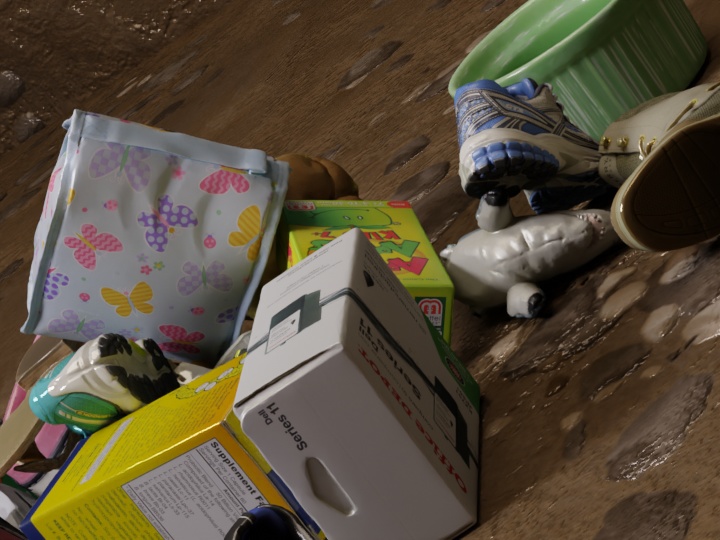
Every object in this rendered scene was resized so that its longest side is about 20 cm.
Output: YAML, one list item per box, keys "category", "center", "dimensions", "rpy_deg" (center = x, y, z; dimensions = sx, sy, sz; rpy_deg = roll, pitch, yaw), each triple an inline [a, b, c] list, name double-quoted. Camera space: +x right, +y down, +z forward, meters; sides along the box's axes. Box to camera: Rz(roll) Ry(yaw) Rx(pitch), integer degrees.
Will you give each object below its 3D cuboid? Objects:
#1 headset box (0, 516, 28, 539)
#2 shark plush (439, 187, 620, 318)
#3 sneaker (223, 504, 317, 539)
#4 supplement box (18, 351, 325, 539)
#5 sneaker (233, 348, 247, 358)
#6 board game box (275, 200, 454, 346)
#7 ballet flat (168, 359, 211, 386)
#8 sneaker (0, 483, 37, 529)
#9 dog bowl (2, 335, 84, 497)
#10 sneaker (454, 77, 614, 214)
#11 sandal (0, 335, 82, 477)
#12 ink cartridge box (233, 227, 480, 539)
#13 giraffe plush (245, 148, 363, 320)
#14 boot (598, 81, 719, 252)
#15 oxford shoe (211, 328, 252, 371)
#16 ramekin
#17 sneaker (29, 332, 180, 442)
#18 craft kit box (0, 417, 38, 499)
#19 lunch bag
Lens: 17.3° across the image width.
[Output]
- category: "headset box"
  center: [-0.315, 0.243, 1.727]
  dimensions: [0.200, 0.075, 0.149]
  rpy_deg: [-61, 22, -6]
- category: "shark plush"
  center: [0.106, 0.004, 1.680]
  dimensions: [0.083, 0.091, 0.200]
  rpy_deg: [-20, -14, -32]
- category: "sneaker"
  center: [-0.048, 0.184, 1.327]
  dimensions: [0.081, 0.115, 0.199]
  rpy_deg: [-44, 16, -26]
- category: "supplement box"
  center: [-0.111, 0.147, 1.602]
  dimensions: [0.200, 0.109, 0.110]
  rpy_deg: [-28, 18, 33]
- category: "sneaker"
  center: [-0.021, 0.097, 1.657]
  dimensions: [0.200, 0.075, 0.077]
  rpy_deg: [-5, 70, 54]
- category: "board game box"
  center: [0.000, 0.000, 1.703]
  dimensions: [0.101, 0.048, 0.200]
  rpy_deg: [1, 18, -9]
- category: "ballet flat"
  center: [-0.140, 0.099, 1.910]
  dimensions: [0.069, 0.063, 0.200]
  rpy_deg: [-41, 15, -23]
- category: "sneaker"
  center: [-0.260, 0.223, 1.844]
  dimensions: [0.071, 0.073, 0.200]
  rpy_deg: [-67, 19, 0]
- category: "dog bowl"
  center: [-0.231, 0.100, 1.946]
  dimensions: [0.200, 0.074, 0.200]
  rpy_deg: [-52, 24, 34]
- category: "sneaker"
  center: [0.129, -0.095, 1.677]
  dimensions: [0.077, 0.085, 0.200]
  rpy_deg: [-25, -18, 25]
- category: "sandal"
  center: [-0.226, 0.115, 1.784]
  dimensions: [0.078, 0.070, 0.212]
  rpy_deg: [-38, 19, 20]
- category: "ink cartridge box"
  center: [0.002, 0.080, 1.464]
  dimensions: [0.083, 0.147, 0.200]
  rpy_deg: [-33, 16, 15]
- category: "giraffe plush"
  center: [-0.047, -0.025, 1.936]
  dimensions: [0.162, 0.172, 0.200]
  rpy_deg: [-41, -15, -55]
- category: "boot"
  center: [0.206, -0.069, 1.581]
  dimensions: [0.200, 0.072, 0.155]
  rpy_deg: [-40, 14, -29]
- category: "oxford shoe"
  center: [-0.042, 0.063, 1.771]
  dimensions: [0.200, 0.075, 0.058]
  rpy_deg: [-39, 13, -20]
- category: "ramekin"
  center: [0.178, -0.163, 1.881]
  dimensions: [0.200, 0.098, 0.200]
  rpy_deg: [-35, 15, 11]
- category: "sneaker"
  center: [-0.179, 0.093, 1.730]
  dimensions: [0.080, 0.078, 0.200]
  rpy_deg: [-29, -20, 10]
- category: "craft kit box"
  center: [-0.367, 0.178, 1.943]
  dimensions: [0.048, 0.200, 0.198]
  rpy_deg: [-20, 23, 47]
- category: "lunch bag"
  center: [-0.151, -0.035, 1.765]
  dimensions: [0.200, 0.169, 0.127]
  rpy_deg: [112, 164, -50]
